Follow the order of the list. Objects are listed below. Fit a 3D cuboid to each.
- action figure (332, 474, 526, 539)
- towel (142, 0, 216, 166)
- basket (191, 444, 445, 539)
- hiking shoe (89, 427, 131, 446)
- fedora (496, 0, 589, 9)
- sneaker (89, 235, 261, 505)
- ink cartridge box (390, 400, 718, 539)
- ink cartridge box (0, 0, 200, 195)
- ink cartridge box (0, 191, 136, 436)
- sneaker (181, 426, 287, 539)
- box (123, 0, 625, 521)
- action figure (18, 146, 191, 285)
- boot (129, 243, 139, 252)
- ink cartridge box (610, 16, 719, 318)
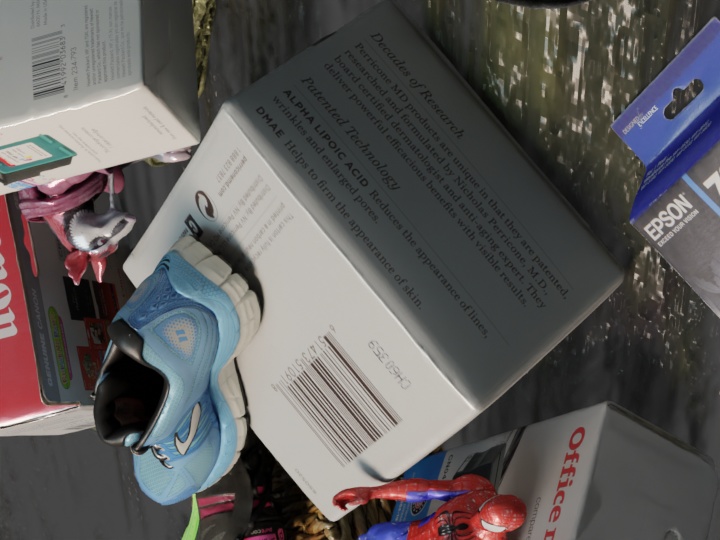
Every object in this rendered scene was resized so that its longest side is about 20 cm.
[{"bbox_3d":[0.005,0.153,0.869,0.200,0.099,0.066,-33,59,47],"label":"action figure"},{"bbox_3d":[-0.151,-0.167,0.995,0.148,0.036,0.200,42,144,16],"label":"towel"},{"bbox_3d":[-0.010,0.160,1.102,0.200,0.148,0.143,-30,64,55],"label":"basket"},{"bbox_3d":[-0.165,0.066,1.198,0.100,0.076,0.200,28,149,24],"label":"hiking shoe"},{"bbox_3d":[0.031,-0.187,0.714,0.200,0.092,0.201,30,141,29],"label":"fedora"},{"bbox_3d":[-0.115,0.068,0.886,0.078,0.090,0.200,37,145,22],"label":"sneaker"},{"bbox_3d":[0.092,0.169,0.904,0.084,0.145,0.200,29,151,-21],"label":"ink cartridge box"},{"bbox_3d":[-0.187,-0.105,0.827,0.199,0.117,0.067,-12,156,16],"label":"ink cartridge box"},{"bbox_3d":[-0.213,-0.001,1.029,0.083,0.176,0.201,-15,81,13],"label":"ink cartridge box"},{"bbox_3d":[-0.071,0.145,1.005,0.084,0.077,0.201,18,111,48],"label":"sneaker"},{"bbox_3d":[0.000,0.000,0.885,0.200,0.131,0.199,50,146,5],"label":"box"},{"bbox_3d":[-0.169,-0.091,0.900,0.134,0.148,0.201,131,138,-76],"label":"action figure"},{"bbox_3d":[-0.081,0.035,1.071,0.187,0.064,0.200,59,145,8],"label":"boot"},{"bbox_3d":[0.194,-0.010,0.735,0.200,0.039,0.100,48,146,7],"label":"ink cartridge box"}]
